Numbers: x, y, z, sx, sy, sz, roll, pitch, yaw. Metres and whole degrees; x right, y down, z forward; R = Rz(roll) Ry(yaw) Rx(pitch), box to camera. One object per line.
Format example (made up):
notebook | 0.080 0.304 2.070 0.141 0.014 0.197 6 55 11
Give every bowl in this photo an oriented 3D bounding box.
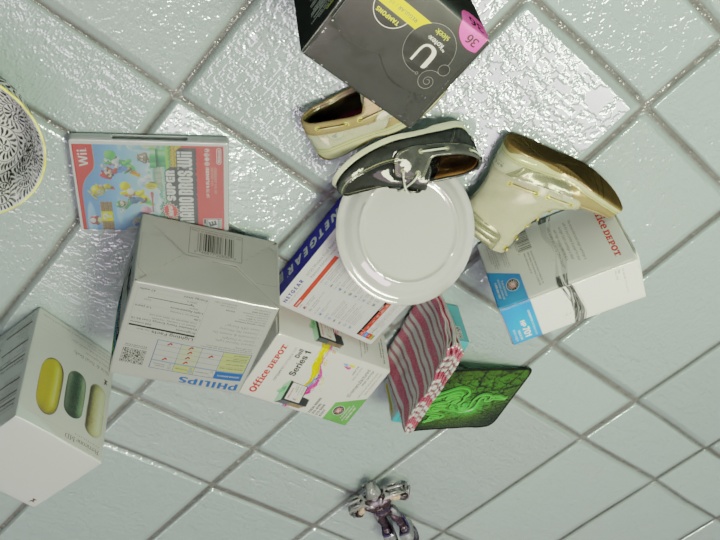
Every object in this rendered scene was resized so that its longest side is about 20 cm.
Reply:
bowl | -0.460 -0.170 0.987 0.198 0.095 0.202 -4 132 -4

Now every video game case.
video game case | -0.272 -0.113 1.117 0.197 0.018 0.144 0 131 -9

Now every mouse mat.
mouse mat | 0.185 0.221 1.454 0.198 0.008 0.162 3 132 -30

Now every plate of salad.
plate of salad | 0.059 -0.055 1.144 0.197 0.048 0.203 -1 94 -16

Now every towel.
towel | 0.087 0.130 1.297 0.030 0.147 0.201 8 131 -24

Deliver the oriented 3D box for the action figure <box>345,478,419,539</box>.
action figure | 0.045 0.461 1.638 0.129 0.070 0.201 -15 128 14

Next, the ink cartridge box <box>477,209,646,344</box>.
ink cartridge box | 0.282 -0.002 1.211 0.198 0.147 0.086 -20 130 9

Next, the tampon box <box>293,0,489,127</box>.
tampon box | 0.024 -0.282 0.892 0.149 0.201 0.126 28 122 -30

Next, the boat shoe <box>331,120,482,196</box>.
boat shoe | 0.060 -0.131 1.077 0.198 0.068 0.072 -18 156 -18

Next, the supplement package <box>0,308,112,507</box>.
supplement package | -0.470 0.198 1.236 0.150 0.201 0.152 -32 129 20

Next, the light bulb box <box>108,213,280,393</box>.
light bulb box | -0.232 0.052 1.184 0.196 0.126 0.201 13 135 -19

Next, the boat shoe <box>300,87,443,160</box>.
boat shoe | 0.017 -0.206 1.042 0.198 0.075 0.066 -29 135 16

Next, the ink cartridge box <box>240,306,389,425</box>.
ink cartridge box | -0.077 0.144 1.326 0.198 0.085 0.145 21 125 -24

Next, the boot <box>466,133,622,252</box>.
boot | 0.246 -0.086 1.183 0.198 0.072 0.155 22 124 -17

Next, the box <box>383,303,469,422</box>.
box | 0.102 0.150 1.361 0.049 0.083 0.201 12 129 -20

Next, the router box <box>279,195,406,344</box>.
router box | 0.000 0.000 1.236 0.178 0.049 0.200 26 123 -27
